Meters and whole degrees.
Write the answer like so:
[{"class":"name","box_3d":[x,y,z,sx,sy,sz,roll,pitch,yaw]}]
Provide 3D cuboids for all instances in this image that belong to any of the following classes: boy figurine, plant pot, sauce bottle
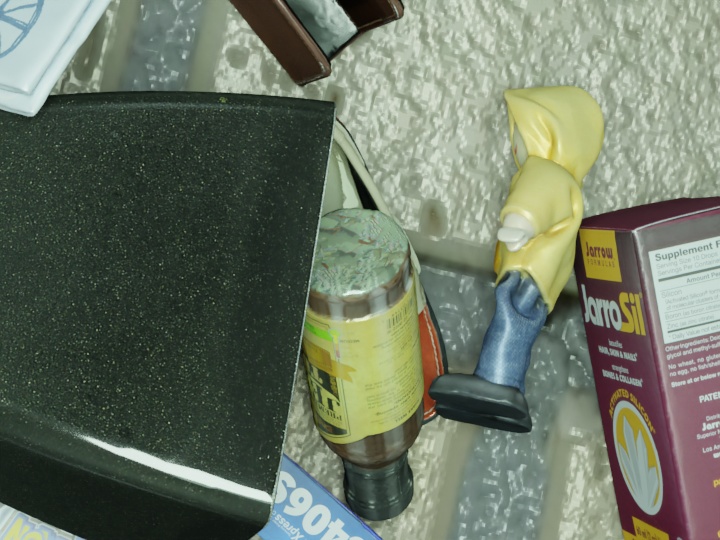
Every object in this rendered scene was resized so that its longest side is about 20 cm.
[{"class":"boy figurine","box_3d":[0.091,-0.015,0.934,0.064,0.124,0.202,10,77,12]},{"class":"plant pot","box_3d":[-0.129,0.024,0.811,0.175,0.200,0.202,13,70,-12]},{"class":"sauce bottle","box_3d":[0.003,0.059,0.887,0.064,0.065,0.201,-19,135,-12]}]

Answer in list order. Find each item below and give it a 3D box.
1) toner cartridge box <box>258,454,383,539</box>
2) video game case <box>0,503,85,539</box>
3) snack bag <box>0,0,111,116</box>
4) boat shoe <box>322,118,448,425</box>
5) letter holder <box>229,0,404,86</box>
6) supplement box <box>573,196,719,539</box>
[{"class":"toner cartridge box","box_3d":[0.004,0.171,0.929,0.200,0.095,0.043,43,84,-11]},{"class":"video game case","box_3d":[-0.186,0.192,0.899,0.198,0.023,0.184,18,92,-24]},{"class":"snack bag","box_3d":[-0.187,-0.166,0.815,0.190,0.198,0.021,-63,149,-23]},{"class":"boat shoe","box_3d":[0.000,0.000,0.935,0.071,0.063,0.202,-26,100,-13]},{"class":"letter holder","box_3d":[-0.044,-0.209,0.872,0.100,0.142,0.201,-41,101,-8]},{"class":"supplement box","box_3d":[0.191,0.063,0.960,0.085,0.110,0.203,-12,95,-12]}]
